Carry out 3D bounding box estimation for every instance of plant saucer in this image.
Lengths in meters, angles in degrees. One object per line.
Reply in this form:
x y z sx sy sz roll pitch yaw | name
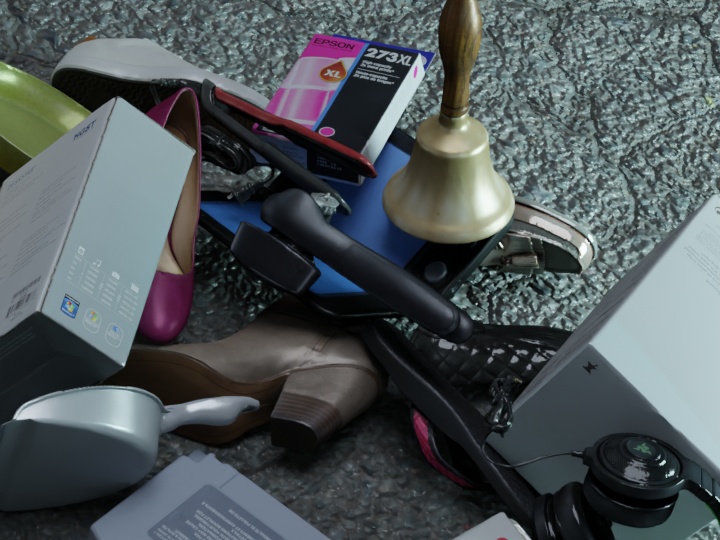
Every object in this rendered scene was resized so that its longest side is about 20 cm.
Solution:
-0.253 -0.103 1.789 0.200 0.031 0.200 32 15 -10 | plant saucer

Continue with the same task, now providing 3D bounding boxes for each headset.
0.163 0.150 1.516 0.200 0.124 0.094 37 27 -13 | headset

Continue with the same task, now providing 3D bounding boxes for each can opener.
0.000 0.000 1.645 0.199 0.079 0.063 27 7 23 | can opener

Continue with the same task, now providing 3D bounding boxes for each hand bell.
0.069 -0.129 1.680 0.104 0.201 0.104 1 40 0 | hand bell

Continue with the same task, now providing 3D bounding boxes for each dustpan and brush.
-0.163 0.114 1.565 0.199 0.140 0.057 1 57 -19 | dustpan and brush

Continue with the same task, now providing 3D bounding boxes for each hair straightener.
-0.088 -0.092 1.729 0.199 0.041 0.077 29 80 18 | hair straightener

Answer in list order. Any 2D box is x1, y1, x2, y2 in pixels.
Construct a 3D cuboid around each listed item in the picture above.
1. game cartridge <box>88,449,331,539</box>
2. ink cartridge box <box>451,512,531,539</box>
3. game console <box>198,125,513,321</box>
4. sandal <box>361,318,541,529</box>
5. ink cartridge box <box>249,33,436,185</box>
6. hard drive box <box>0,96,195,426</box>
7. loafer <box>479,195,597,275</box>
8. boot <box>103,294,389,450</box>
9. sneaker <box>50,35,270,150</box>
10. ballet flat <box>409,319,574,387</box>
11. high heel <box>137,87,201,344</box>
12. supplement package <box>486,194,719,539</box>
-0.084 0.214 1.540 0.200 0.041 0.133 34 45 24 | game cartridge
0.055 0.267 1.447 0.199 0.088 0.145 -26 66 -34 | ink cartridge box
-0.013 -0.051 1.753 0.200 0.116 0.176 36 81 33 | game console
0.064 0.119 1.649 0.200 0.045 0.075 47 13 21 | sandal
-0.012 -0.144 1.826 0.094 0.037 0.200 12 38 15 | ink cartridge box
-0.213 -0.002 1.591 0.077 0.156 0.201 35 49 -25 | hard drive box
0.090 -0.028 1.814 0.199 0.072 0.063 19 58 20 | loafer
-0.078 0.065 1.685 0.199 0.070 0.146 19 37 9 | boot
-0.155 -0.160 1.897 0.199 0.073 0.085 17 39 4 | sneaker
0.131 0.075 1.728 0.199 0.057 0.067 9 19 -9 | ballet flat
-0.146 -0.043 1.672 0.067 0.096 0.201 10 45 -24 | high heel
0.224 0.083 1.618 0.152 0.151 0.200 44 49 1 | supplement package
